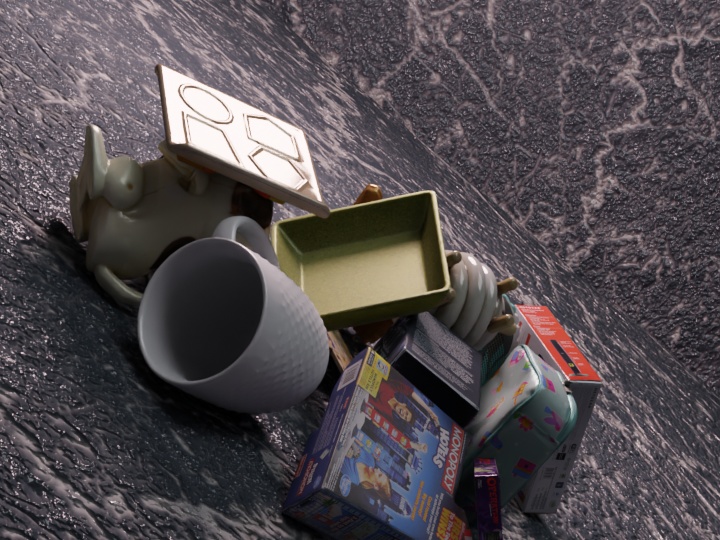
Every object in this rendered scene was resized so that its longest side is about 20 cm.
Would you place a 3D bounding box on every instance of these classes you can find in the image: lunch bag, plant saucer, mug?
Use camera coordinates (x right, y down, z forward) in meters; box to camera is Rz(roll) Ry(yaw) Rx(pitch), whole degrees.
[{"bbox_3d":[0.159,0.185,1.745,0.077,0.200,0.160,39,12,-11],"label":"lunch bag"},{"bbox_3d":[0.000,0.000,1.746,0.200,0.199,0.048,-95,172,-54],"label":"plant saucer"},{"bbox_3d":[-0.112,0.042,1.526,0.175,0.147,0.201,36,46,-56],"label":"mug"}]

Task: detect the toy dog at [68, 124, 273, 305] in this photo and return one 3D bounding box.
[{"bbox_3d":[-0.189,-0.062,1.611,0.199,0.140,0.195,-2,53,-21],"label":"toy dog"}]

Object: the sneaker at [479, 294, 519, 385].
[{"bbox_3d":[0.140,0.117,1.953,0.077,0.201,0.091,25,26,27],"label":"sneaker"}]

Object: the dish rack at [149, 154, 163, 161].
[{"bbox_3d":[-0.165,-0.104,1.774,0.153,0.200,0.055,11,65,-30],"label":"dish rack"}]

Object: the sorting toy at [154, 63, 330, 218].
[{"bbox_3d":[-0.129,-0.131,1.613,0.184,0.037,0.200,23,23,-26],"label":"sorting toy"}]

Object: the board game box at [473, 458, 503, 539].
[{"bbox_3d":[0.131,0.258,1.564,0.032,0.121,0.200,0,-2,4],"label":"board game box"}]

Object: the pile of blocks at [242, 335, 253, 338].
[{"bbox_3d":[-0.163,0.022,1.678,0.082,0.062,0.200,-20,59,-31],"label":"pile of blocks"}]

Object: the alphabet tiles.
[{"bbox_3d":[-0.053,0.047,1.859,0.201,0.006,0.166,62,5,17],"label":"alphabet tiles"}]

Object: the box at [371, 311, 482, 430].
[{"bbox_3d":[0.048,0.142,1.695,0.107,0.149,0.200,39,13,-4],"label":"box"}]

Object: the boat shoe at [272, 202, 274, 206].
[{"bbox_3d":[-0.182,-0.085,2.003,0.199,0.072,0.071,8,42,-48],"label":"boat shoe"}]

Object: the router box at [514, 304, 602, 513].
[{"bbox_3d":[0.222,0.173,1.953,0.049,0.201,0.180,4,29,-21],"label":"router box"}]

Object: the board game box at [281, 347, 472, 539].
[{"bbox_3d":[0.038,0.212,1.514,0.200,0.062,0.200,43,37,-18],"label":"board game box"}]

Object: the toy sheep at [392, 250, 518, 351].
[{"bbox_3d":[0.111,0.040,1.837,0.199,0.138,0.138,28,17,-27],"label":"toy sheep"}]

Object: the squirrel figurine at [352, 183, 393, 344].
[{"bbox_3d":[0.043,0.016,1.978,0.186,0.142,0.200,27,-25,-7],"label":"squirrel figurine"}]
